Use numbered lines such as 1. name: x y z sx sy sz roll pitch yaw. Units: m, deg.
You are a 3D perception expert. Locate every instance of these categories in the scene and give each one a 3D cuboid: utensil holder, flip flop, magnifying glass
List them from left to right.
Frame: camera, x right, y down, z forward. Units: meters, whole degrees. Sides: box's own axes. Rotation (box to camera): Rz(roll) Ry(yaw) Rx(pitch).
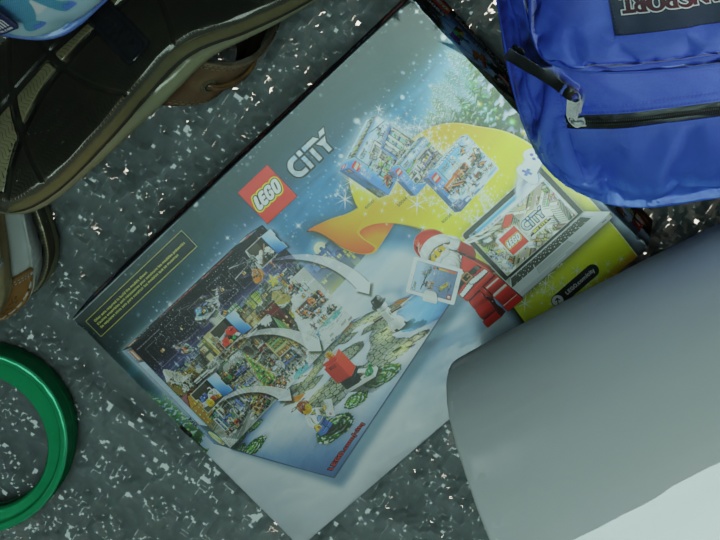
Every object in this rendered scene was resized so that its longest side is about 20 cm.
1. magnifying glass: -0.200 0.111 1.069 0.080 0.022 0.200 41 108 -4
2. flip flop: -0.075 -0.092 0.955 0.200 0.058 0.081 -41 63 2
3. utensil holder: 0.154 0.060 0.900 0.200 0.170 0.170 -25 101 13

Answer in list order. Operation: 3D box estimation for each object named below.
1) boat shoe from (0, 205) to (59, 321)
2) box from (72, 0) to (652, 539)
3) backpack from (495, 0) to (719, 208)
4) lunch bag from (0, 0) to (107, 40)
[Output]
1. boat shoe: -0.187 -0.070 0.981 0.075 0.068 0.200 -26 101 17
2. box: 0.000 0.000 0.985 0.200 0.038 0.137 -42 96 19
3. backpack: 0.111 -0.122 0.861 0.162 0.168 0.201 -5 110 19
4. lunch bag: -0.107 -0.186 0.875 0.200 0.083 0.161 -35 141 10
